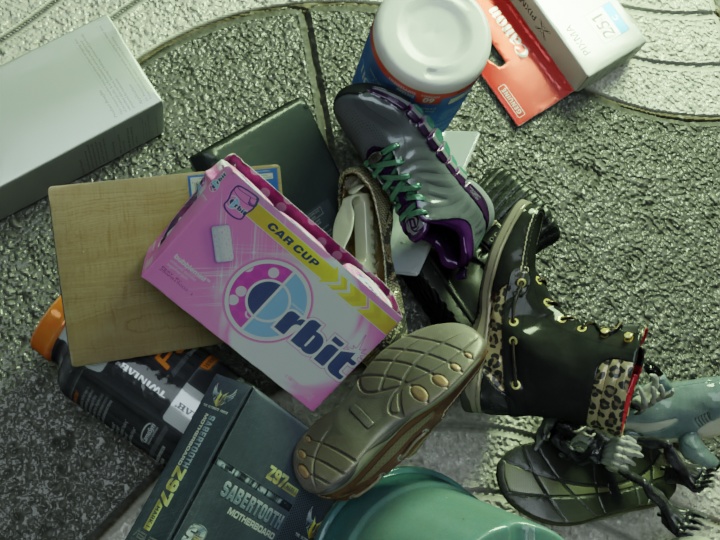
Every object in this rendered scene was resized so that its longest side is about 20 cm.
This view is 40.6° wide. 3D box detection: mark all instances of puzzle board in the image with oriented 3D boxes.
[{"bbox_3d":[-0.158,-0.007,0.842,0.198,0.017,0.152,-8,98,-20],"label":"puzzle board"}]

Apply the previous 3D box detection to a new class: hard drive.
[{"bbox_3d":[-0.063,-0.047,0.925,0.139,0.033,0.201,-37,109,-39],"label":"hard drive"}]

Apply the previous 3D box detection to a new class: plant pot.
[{"bbox_3d":[0.080,0.273,0.815,0.198,0.196,0.202,3,82,-24],"label":"plant pot"}]

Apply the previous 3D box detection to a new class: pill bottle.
[{"bbox_3d":[0.050,-0.186,0.957,0.111,0.200,0.113,2,74,-8],"label":"pill bottle"},{"bbox_3d":[-0.200,0.097,0.887,0.199,0.106,0.107,35,72,0],"label":"pill bottle"}]

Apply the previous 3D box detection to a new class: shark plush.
[{"bbox_3d":[0.291,0.120,0.979,0.198,0.084,0.091,18,40,13],"label":"shark plush"}]

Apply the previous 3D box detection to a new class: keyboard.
[{"bbox_3d":[0.066,-0.073,0.989,0.056,0.011,0.201,9,54,24],"label":"keyboard"}]

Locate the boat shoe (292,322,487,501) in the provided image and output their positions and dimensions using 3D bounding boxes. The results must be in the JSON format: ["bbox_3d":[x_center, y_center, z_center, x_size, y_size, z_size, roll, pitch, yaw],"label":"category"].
[{"bbox_3d":[0.030,0.124,0.849,0.199,0.072,0.076,-38,51,-4],"label":"boat shoe"}]

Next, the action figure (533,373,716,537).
[{"bbox_3d":[0.243,0.150,0.905,0.200,0.102,0.119,39,58,-2],"label":"action figure"}]

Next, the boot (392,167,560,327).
[{"bbox_3d":[0.144,0.011,0.984,0.157,0.079,0.212,-30,81,-16],"label":"boot"}]

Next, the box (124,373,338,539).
[{"bbox_3d":[-0.090,0.204,0.843,0.051,0.200,0.159,12,65,39],"label":"box"}]

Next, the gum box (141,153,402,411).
[{"bbox_3d":[-0.076,0.008,0.812,0.200,0.066,0.114,41,101,-19],"label":"gum box"}]

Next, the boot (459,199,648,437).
[{"bbox_3d":[0.180,0.044,0.869,0.149,0.073,0.202,12,77,24],"label":"boot"}]

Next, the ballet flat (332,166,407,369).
[{"bbox_3d":[0.000,0.000,0.904,0.067,0.075,0.202,-9,79,28],"label":"ballet flat"}]

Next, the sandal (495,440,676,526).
[{"bbox_3d":[0.220,0.213,0.958,0.199,0.057,0.080,6,64,-23],"label":"sandal"}]

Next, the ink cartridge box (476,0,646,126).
[{"bbox_3d":[0.194,-0.288,1.092,0.175,0.045,0.201,-32,82,-17],"label":"ink cartridge box"}]

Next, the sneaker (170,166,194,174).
[{"bbox_3d":[-0.100,-0.028,0.954,0.113,0.076,0.201,-24,75,-8],"label":"sneaker"}]

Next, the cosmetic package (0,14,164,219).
[{"bbox_3d":[-0.304,-0.148,0.950,0.199,0.081,0.113,-30,82,-15],"label":"cosmetic package"}]

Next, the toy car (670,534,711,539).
[{"bbox_3d":[0.330,0.353,0.886,0.175,0.150,0.200,44,73,4],"label":"toy car"}]

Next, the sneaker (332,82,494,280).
[{"bbox_3d":[0.047,-0.082,0.886,0.200,0.074,0.088,41,46,-21],"label":"sneaker"}]
